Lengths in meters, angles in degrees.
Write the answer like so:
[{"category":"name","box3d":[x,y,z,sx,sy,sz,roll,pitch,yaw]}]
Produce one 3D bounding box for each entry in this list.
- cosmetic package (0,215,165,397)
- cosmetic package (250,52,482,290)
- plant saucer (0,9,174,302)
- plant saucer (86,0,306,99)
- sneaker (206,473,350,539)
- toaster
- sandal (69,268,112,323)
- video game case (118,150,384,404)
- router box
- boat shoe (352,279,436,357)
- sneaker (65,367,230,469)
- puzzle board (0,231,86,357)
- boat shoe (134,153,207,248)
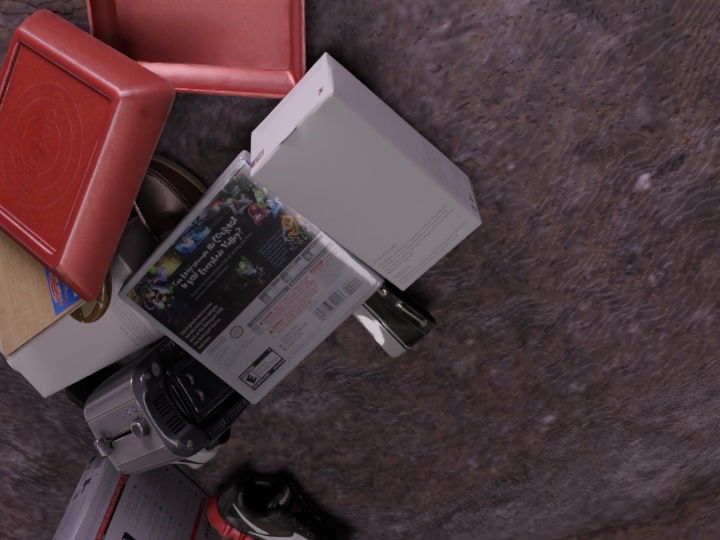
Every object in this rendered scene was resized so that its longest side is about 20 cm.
[{"category":"cosmetic package","box3d":[-0.289,0.041,0.946,0.197,0.085,0.108,-24,117,21]},{"category":"cosmetic package","box3d":[0.005,-0.086,0.813,0.112,0.082,0.199,-39,120,23]},{"category":"plant saucer","box3d":[-0.270,-0.107,0.775,0.198,0.036,0.202,32,104,28]},{"category":"plant saucer","box3d":[-0.142,-0.257,0.772,0.195,0.037,0.203,4,123,4]},{"category":"sneaker","box3d":[-0.090,0.312,1.100,0.198,0.071,0.099,26,124,-8]},{"category":"toaster","box3d":[-0.198,0.130,0.945,0.128,0.200,0.115,-26,99,33]},{"category":"sandal","box3d":[-0.276,-0.044,0.861,0.053,0.202,0.080,2,140,-48]},{"category":"video game case","box3d":[-0.107,0.014,0.856,0.181,0.023,0.200,41,113,-16]},{"category":"router box","box3d":[-0.261,0.312,1.043,0.048,0.201,0.180,-32,114,23]},{"category":"boat shoe","box3d":[0.000,0.000,0.901,0.063,0.071,0.200,-37,113,14]},{"category":"sneaker","box3d":[-0.259,0.185,1.038,0.198,0.075,0.089,27,125,-15]},{"category":"puzzle board","box3d":[-0.323,-0.037,0.854,0.150,0.017,0.203,-28,73,36]},{"category":"boat shoe","box3d":[-0.173,-0.027,0.897,0.071,0.072,0.201,-24,117,20]}]
